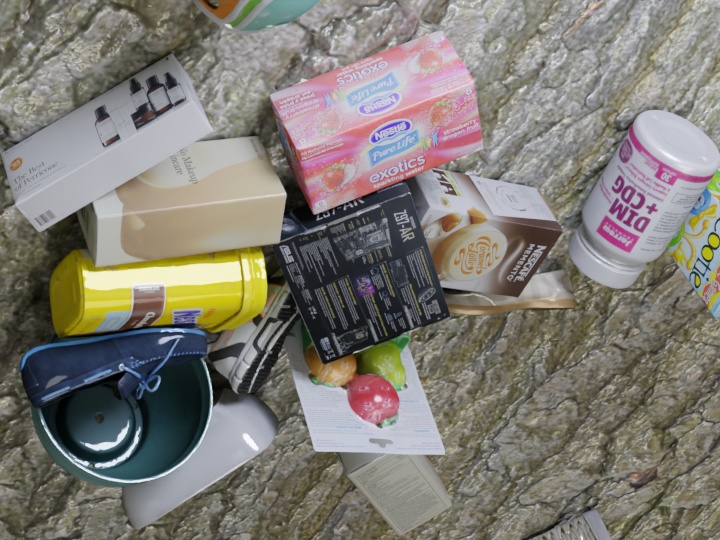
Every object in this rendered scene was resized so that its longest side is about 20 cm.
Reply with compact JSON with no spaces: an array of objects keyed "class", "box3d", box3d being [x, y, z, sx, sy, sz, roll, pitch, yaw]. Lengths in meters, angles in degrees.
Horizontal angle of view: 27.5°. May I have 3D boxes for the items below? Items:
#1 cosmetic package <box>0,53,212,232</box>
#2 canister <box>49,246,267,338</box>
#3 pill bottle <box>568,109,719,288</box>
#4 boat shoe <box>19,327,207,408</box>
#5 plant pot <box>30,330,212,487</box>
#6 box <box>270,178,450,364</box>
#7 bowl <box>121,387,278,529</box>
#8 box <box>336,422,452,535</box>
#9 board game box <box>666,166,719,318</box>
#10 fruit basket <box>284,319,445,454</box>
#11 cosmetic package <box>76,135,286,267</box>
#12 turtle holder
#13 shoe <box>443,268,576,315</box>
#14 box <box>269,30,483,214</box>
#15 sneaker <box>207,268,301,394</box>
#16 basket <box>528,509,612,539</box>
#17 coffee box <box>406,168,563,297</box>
[{"class":"cosmetic package","box3d":[-0.250,-0.126,1.440,0.199,0.083,0.051,-30,137,3]},{"class":"canister","box3d":[-0.219,0.021,1.572,0.199,0.087,0.148,-3,168,-25]},{"class":"pill bottle","box3d":[0.336,-0.082,1.774,0.113,0.114,0.201,3,131,-30]},{"class":"boat shoe","box3d":[-0.259,0.108,1.566,0.199,0.069,0.084,-10,163,-12]},{"class":"plant pot","box3d":[-0.280,0.154,1.652,0.199,0.202,0.134,-2,160,-26]},{"class":"box","box3d":[0.000,0.000,1.623,0.159,0.044,0.201,-21,133,1]},{"class":"bowl","box3d":[-0.201,0.214,1.768,0.199,0.200,0.075,-33,96,4]},{"class":"box","box3d":[0.043,0.273,2.014,0.095,0.078,0.200,-29,139,2]},{"class":"board game box","box3d":[0.446,-0.046,1.805,0.104,0.201,0.103,4,131,-32]},{"class":"fruit basket","box3d":[-0.005,0.135,1.755,0.184,0.201,0.094,5,145,-33]},{"class":"cosmetic package","box3d":[-0.186,-0.073,1.513,0.199,0.105,0.071,-9,136,-22]},{"class":"turtle holder","box3d":[-0.085,-0.292,1.332,0.140,0.186,0.132,31,118,-10]},{"class":"shoe","box3d":[0.178,0.027,1.857,0.199,0.070,0.054,-2,91,-21]},{"class":"box","box3d":[0.018,-0.156,1.541,0.199,0.095,0.103,-21,138,-7]},{"class":"sneaker","box3d":[-0.111,0.041,1.698,0.201,0.080,0.074,-56,154,5]},{"class":"basket","box3d":[0.356,0.529,2.360,0.160,0.199,0.201,-21,140,-3]},{"class":"coffee box","box3d":[0.122,-0.045,1.724,0.199,0.080,0.115,7,129,-33]}]
